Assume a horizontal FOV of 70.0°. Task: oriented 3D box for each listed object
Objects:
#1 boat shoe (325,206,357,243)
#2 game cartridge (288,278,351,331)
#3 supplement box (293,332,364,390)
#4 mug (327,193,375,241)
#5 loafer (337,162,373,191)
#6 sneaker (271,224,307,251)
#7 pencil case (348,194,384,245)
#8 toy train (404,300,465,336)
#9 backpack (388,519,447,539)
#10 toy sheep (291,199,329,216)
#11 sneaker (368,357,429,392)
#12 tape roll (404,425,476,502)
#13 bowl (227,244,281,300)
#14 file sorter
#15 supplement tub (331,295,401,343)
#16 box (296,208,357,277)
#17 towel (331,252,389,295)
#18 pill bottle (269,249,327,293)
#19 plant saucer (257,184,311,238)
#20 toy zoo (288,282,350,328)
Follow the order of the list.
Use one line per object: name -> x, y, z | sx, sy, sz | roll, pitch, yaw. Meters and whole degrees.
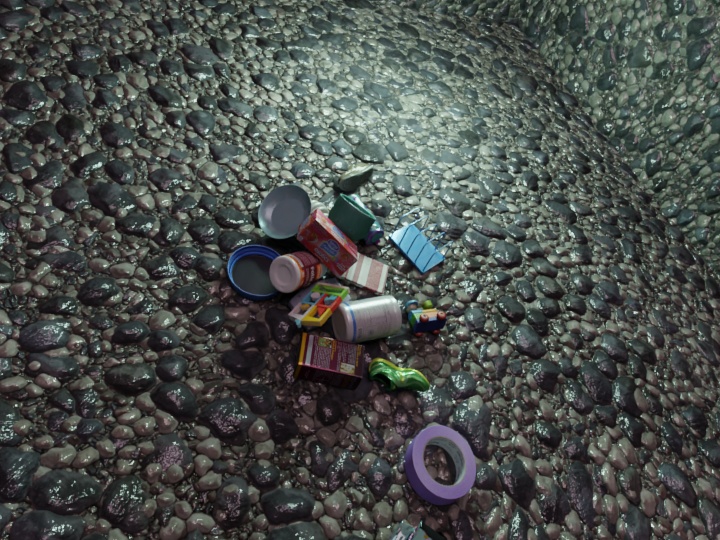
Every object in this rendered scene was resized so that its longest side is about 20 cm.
boat shoe -> -0.077, -0.183, 1.903 | 0.199, 0.072, 0.076 | 38, 49, 9
game cartridge -> -0.133, 0.105, 1.685 | 0.198, 0.041, 0.134 | -26, 70, -35
supplement box -> -0.093, 0.272, 1.538 | 0.195, 0.086, 0.112 | 14, 50, -11
mug -> -0.027, -0.167, 1.780 | 0.183, 0.115, 0.152 | 27, 14, -38
loafer -> -0.030, -0.384, 2.086 | 0.069, 0.076, 0.199 | 35, 44, 23
sneaker -> -0.220, -0.116, 1.784 | 0.197, 0.091, 0.077 | 26, 51, 1
pencil case -> 0.007, -0.193, 1.936 | 0.084, 0.093, 0.202 | -33, 68, -2
toy train -> 0.254, 0.152, 1.782 | 0.196, 0.086, 0.117 | -5, 42, -25
backpack -> 0.111, 0.719, 1.222 | 0.151, 0.178, 0.201 | 23, 47, 20
toy sheep -> -0.168, -0.184, 1.829 | 0.137, 0.139, 0.200 | -28, 62, -36
sneaker -> 0.115, 0.340, 1.582 | 0.196, 0.075, 0.084 | 18, 46, 4
tape roll -> 0.227, 0.552, 1.465 | 0.195, 0.066, 0.203 | 11, 51, -13
bowl -> -0.335, 0.008, 1.675 | 0.196, 0.040, 0.204 | 11, 51, -13
file sorter -> 0.233, -0.119, 1.946 | 0.137, 0.124, 0.201 | -28, 67, -36
supplement tub -> 0.018, 0.157, 1.641 | 0.196, 0.133, 0.134 | -8, 57, -28
box -> -0.106, -0.090, 1.675 | 0.200, 0.095, 0.100 | 44, 20, -21
towel -> 0.000, 0.000, 1.829 | 0.196, 0.023, 0.146 | 23, 47, -6
pill bottle -> -0.193, -0.003, 1.653 | 0.114, 0.115, 0.199 | 42, 25, 13
plant saucer -> -0.254, -0.195, 1.760 | 0.196, 0.039, 0.206 | -6, 69, 14
toy zoo -> -0.135, 0.111, 1.595 | 0.129, 0.021, 0.200 | 7, 39, 34
